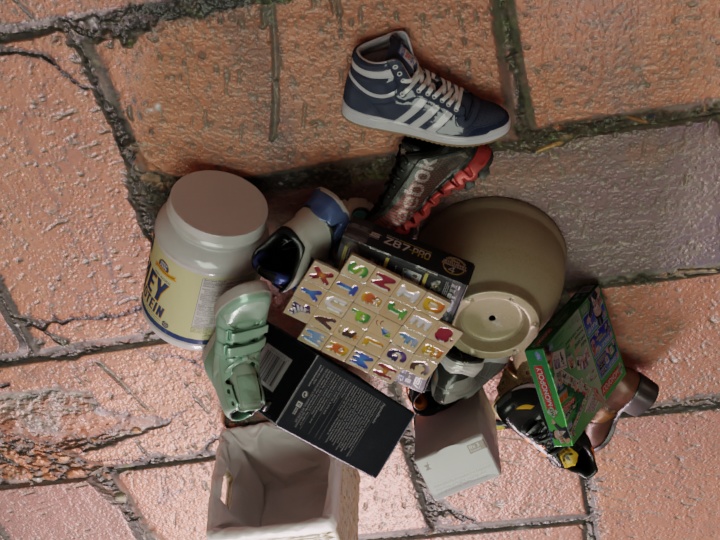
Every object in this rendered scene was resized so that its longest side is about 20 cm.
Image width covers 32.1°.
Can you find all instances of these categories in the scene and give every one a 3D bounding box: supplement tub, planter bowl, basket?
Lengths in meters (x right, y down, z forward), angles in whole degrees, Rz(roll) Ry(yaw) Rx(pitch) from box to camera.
[{"bbox_3d":[-0.195,-0.012,1.584,0.144,0.145,0.200,13,132,-7],"label":"supplement tub"},{"bbox_3d":[0.168,0.026,1.597,0.199,0.135,0.201,2,132,2],"label":"planter bowl"},{"bbox_3d":[-0.105,0.344,1.868,0.199,0.199,0.161,-10,135,13],"label":"basket"}]

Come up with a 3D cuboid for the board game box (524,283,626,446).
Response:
[{"bbox_3d":[0.279,0.118,1.603,0.029,0.200,0.135,-8,108,35],"label":"board game box"}]

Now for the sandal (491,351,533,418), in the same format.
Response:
[{"bbox_3d":[0.221,0.175,1.732,0.077,0.070,0.212,33,147,9],"label":"sandal"}]

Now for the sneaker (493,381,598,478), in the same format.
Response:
[{"bbox_3d":[0.260,0.220,1.687,0.070,0.090,0.200,-43,135,13],"label":"sneaker"}]

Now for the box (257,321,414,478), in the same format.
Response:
[{"bbox_3d":[-0.055,0.172,1.673,0.200,0.148,0.107,34,86,-37],"label":"box"}]

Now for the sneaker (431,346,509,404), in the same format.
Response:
[{"bbox_3d":[0.141,0.131,1.673,0.074,0.200,0.080,27,104,21],"label":"sneaker"}]

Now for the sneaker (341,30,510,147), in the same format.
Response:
[{"bbox_3d":[0.079,-0.209,1.433,0.199,0.070,0.109,8,134,3],"label":"sneaker"}]

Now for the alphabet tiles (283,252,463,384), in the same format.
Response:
[{"bbox_3d":[0.014,0.061,1.505,0.199,0.006,0.167,26,131,-9],"label":"alphabet tiles"}]

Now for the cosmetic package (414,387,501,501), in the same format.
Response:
[{"bbox_3d":[0.132,0.226,1.713,0.101,0.200,0.074,-23,107,12],"label":"cosmetic package"}]

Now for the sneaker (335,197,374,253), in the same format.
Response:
[{"bbox_3d":[0.000,0.000,1.624,0.077,0.080,0.200,-9,131,13],"label":"sneaker"}]

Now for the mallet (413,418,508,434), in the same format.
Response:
[{"bbox_3d":[0.178,0.238,1.856,0.199,0.041,0.066,0,132,-1],"label":"mallet"}]

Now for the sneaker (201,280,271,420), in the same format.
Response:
[{"bbox_3d":[-0.134,0.103,1.523,0.074,0.118,0.201,-11,149,-26],"label":"sneaker"}]

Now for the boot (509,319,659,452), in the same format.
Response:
[{"bbox_3d":[0.287,0.170,1.766,0.200,0.069,0.188,29,141,-12],"label":"boot"}]

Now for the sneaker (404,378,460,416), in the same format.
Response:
[{"bbox_3d":[0.056,0.135,1.718,0.199,0.112,0.078,6,132,-1],"label":"sneaker"}]

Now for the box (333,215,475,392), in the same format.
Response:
[{"bbox_3d":[0.036,0.045,1.532,0.161,0.049,0.200,20,133,4],"label":"box"}]

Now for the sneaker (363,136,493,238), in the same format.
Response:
[{"bbox_3d":[0.060,-0.106,1.513,0.200,0.071,0.098,-40,111,12],"label":"sneaker"}]

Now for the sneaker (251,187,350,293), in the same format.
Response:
[{"bbox_3d":[-0.083,-0.009,1.545,0.081,0.115,0.200,43,150,21],"label":"sneaker"}]
